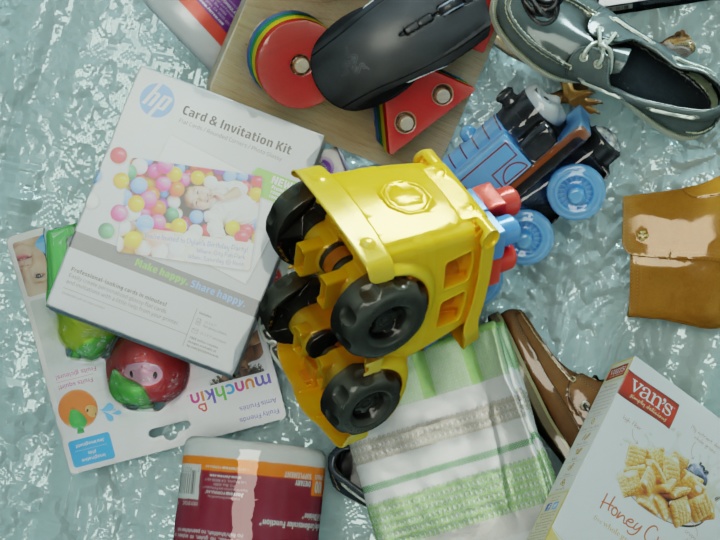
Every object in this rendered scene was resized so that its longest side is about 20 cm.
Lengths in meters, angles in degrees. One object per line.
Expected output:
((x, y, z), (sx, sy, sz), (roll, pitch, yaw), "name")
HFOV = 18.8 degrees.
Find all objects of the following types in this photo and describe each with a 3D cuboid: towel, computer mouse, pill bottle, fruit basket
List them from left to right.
((-0.173, 0.046, 1.741), (0.185, 0.094, 0.200), (-14, 87, 3), "fruit basket")
((-0.092, 0.234, 1.697), (0.114, 0.114, 0.201), (5, 84, 8), "pill bottle")
((-0.076, -0.257, 1.754), (0.200, 0.112, 0.112), (-44, 80, 0), "pill bottle")
((0.040, -0.214, 1.625), (0.200, 0.046, 0.141), (-25, 93, 5), "computer mouse")
((0.070, 0.153, 1.662), (0.149, 0.031, 0.200), (-19, 83, 9), "towel")

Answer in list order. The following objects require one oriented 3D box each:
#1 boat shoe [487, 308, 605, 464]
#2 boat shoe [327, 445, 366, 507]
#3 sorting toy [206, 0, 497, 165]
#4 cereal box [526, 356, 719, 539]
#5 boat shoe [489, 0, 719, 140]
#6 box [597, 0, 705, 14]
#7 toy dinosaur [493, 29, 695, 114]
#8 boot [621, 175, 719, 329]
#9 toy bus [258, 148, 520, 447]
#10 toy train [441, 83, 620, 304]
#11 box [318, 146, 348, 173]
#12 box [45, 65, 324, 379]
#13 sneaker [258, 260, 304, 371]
((0.170, 0.111, 1.707), (0.068, 0.072, 0.200), (-29, 90, -2), "boat shoe")
((0.068, 0.181, 1.709), (0.200, 0.062, 0.075), (26, 88, 10), "boat shoe")
((0.011, -0.188, 1.696), (0.200, 0.070, 0.199), (21, 100, -18), "sorting toy")
((0.213, 0.185, 1.642), (0.144, 0.040, 0.200), (36, 64, -14), "cereal box")
((0.194, -0.168, 1.665), (0.200, 0.062, 0.073), (30, 77, -7), "boat shoe")
((0.281, -0.288, 1.750), (0.200, 0.038, 0.137), (-8, 82, 6), "box")
((0.168, -0.164, 1.751), (0.200, 0.060, 0.106), (7, 53, 12), "toy dinosaur")
((0.278, -0.055, 1.706), (0.144, 0.071, 0.202), (7, 89, 5), "boot")
((0.035, 0.010, 1.618), (0.192, 0.200, 0.136), (-17, 48, -26), "toy bus")
((0.105, -0.060, 1.697), (0.200, 0.087, 0.114), (-41, 102, 16), "toy train")
((0.000, 0.000, 1.751), (0.039, 0.041, 0.200), (-21, 80, 3), "box")
((-0.133, -0.037, 1.678), (0.156, 0.041, 0.200), (21, 82, 1), "box")
((-0.066, -0.007, 1.737), (0.080, 0.083, 0.200), (-11, 83, -4), "sneaker")
